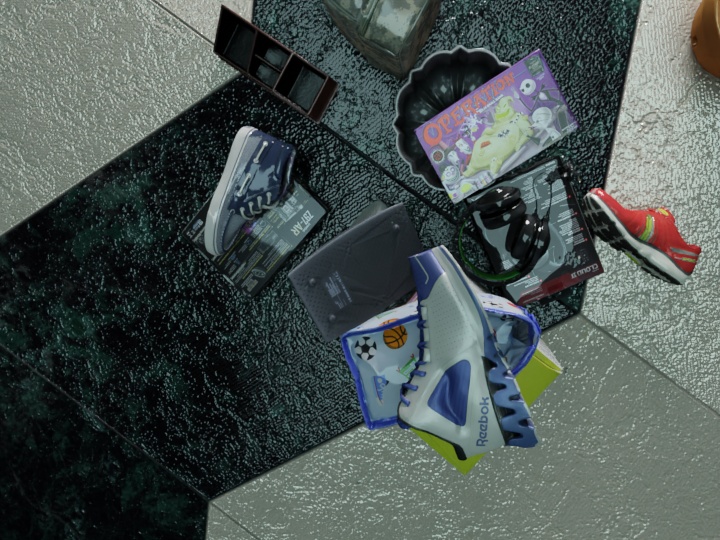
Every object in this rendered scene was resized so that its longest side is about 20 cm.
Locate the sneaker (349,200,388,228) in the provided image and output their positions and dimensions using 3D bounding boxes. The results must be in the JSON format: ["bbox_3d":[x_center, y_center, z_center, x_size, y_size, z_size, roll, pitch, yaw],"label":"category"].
[{"bbox_3d":[0.007,-0.009,0.880,0.081,0.074,0.203,24,97,-27],"label":"sneaker"}]

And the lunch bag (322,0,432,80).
[{"bbox_3d":[0.019,-0.374,0.749,0.165,0.200,0.142,27,100,1],"label":"lunch bag"}]

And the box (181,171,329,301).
[{"bbox_3d":[-0.170,-0.079,0.896,0.160,0.044,0.200,43,101,0],"label":"box"}]

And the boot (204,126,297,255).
[{"bbox_3d":[-0.167,-0.108,0.830,0.089,0.073,0.204,21,99,11],"label":"boot"}]

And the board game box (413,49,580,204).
[{"bbox_3d":[0.187,-0.196,0.764,0.198,0.032,0.122,-31,89,11],"label":"board game box"}]

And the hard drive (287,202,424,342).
[{"bbox_3d":[0.000,0.000,0.817,0.198,0.042,0.137,-32,113,-8],"label":"hard drive"}]

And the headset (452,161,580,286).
[{"bbox_3d":[0.219,-0.071,0.767,0.123,0.094,0.200,44,117,-3],"label":"headset"}]

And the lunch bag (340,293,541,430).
[{"bbox_3d":[0.097,0.089,0.619,0.196,0.170,0.127,-19,88,9],"label":"lunch bag"}]

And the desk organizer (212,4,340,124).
[{"bbox_3d":[-0.135,-0.314,0.840,0.198,0.077,0.073,34,101,2],"label":"desk organizer"}]

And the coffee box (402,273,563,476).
[{"bbox_3d":[0.138,0.125,0.806,0.199,0.198,0.201,40,101,0],"label":"coffee box"}]

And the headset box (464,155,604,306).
[{"bbox_3d":[0.260,-0.047,0.826,0.146,0.077,0.204,-24,95,11],"label":"headset box"}]

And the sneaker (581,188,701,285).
[{"bbox_3d":[0.416,-0.064,0.814,0.198,0.077,0.086,37,90,-6],"label":"sneaker"}]

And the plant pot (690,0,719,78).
[{"bbox_3d":[0.533,-0.331,0.716,0.195,0.140,0.206,1,98,7],"label":"plant pot"}]

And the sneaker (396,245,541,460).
[{"bbox_3d":[0.072,0.085,0.499,0.113,0.081,0.203,-25,84,7],"label":"sneaker"}]

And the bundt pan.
[{"bbox_3d":[0.146,-0.219,0.816,0.196,0.076,0.208,1,99,7],"label":"bundt pan"}]
